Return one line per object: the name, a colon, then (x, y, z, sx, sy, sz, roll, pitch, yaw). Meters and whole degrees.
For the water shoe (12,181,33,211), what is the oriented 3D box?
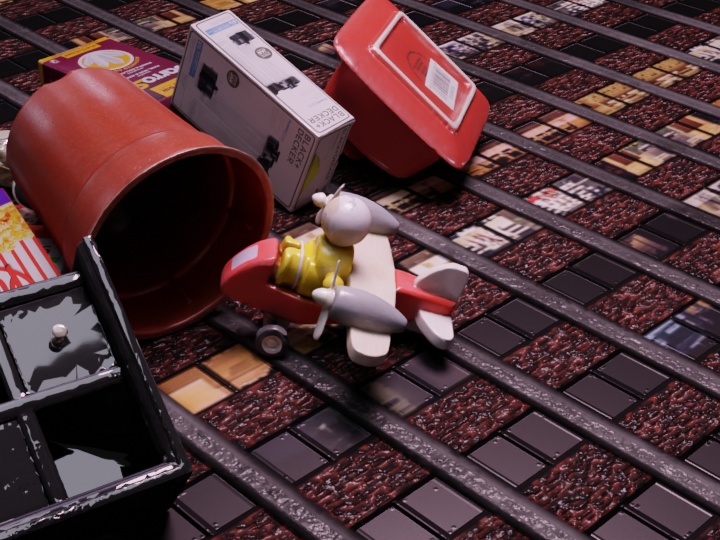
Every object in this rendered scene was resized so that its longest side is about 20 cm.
water shoe: (-0.273, -0.079, 1.309, 0.198, 0.072, 0.079, 7, 12, 9)

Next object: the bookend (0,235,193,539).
bookend: (-0.254, 0.104, 0.916, 0.198, 0.092, 0.201, -17, 70, -27)

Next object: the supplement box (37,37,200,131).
supplement box: (-0.276, -0.202, 1.513, 0.199, 0.086, 0.110, 23, 38, 32)

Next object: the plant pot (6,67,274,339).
plant pot: (-0.215, -0.076, 1.166, 0.200, 0.202, 0.195, -22, 49, -32)

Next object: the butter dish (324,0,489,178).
butter dish: (0.029, -0.184, 1.445, 0.199, 0.148, 0.200, 42, 31, -9)

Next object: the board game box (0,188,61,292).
board game box: (-0.331, 0.034, 1.094, 0.151, 0.046, 0.200, -28, 56, -21)

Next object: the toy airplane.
toy airplane: (0.000, 0.000, 1.133, 0.198, 0.142, 0.199, -26, 40, -38)

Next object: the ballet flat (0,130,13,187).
ballet flat: (-0.356, -0.117, 1.393, 0.199, 0.071, 0.071, 14, 34, 20)

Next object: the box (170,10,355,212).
box: (-0.109, -0.173, 1.378, 0.200, 0.117, 0.060, 43, 46, 16)

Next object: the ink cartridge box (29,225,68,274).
ink cartridge box: (-0.327, -0.008, 1.229, 0.108, 0.051, 0.200, 2, 32, 2)
